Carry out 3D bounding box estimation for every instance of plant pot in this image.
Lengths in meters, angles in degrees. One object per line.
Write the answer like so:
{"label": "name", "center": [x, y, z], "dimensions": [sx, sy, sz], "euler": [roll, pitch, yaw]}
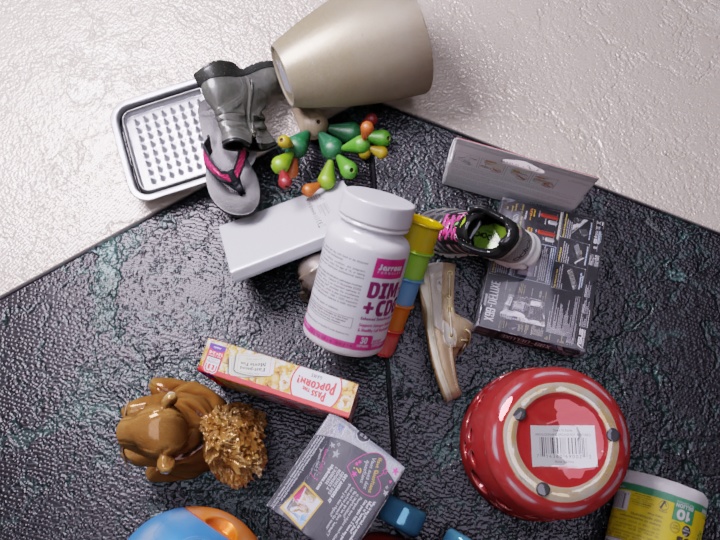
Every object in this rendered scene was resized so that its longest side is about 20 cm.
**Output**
{"label": "plant pot", "center": [0.236, 0.218, 0.963], "dimensions": [0.199, 0.183, 0.202], "euler": [0, 73, 0]}
{"label": "plant pot", "center": [-0.023, -0.315, 1.093], "dimensions": [0.199, 0.187, 0.188], "euler": [-23, 76, -9]}

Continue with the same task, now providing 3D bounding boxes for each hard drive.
{"label": "hard drive", "center": [-0.099, -0.060, 1.077], "dimensions": [0.199, 0.027, 0.132], "euler": [-21, 36, -5]}

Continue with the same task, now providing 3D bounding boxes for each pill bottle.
{"label": "pill bottle", "center": [0.000, 0.000, 0.975], "dimensions": [0.112, 0.113, 0.202], "euler": [16, 107, 4]}
{"label": "pill bottle", "center": [0.366, 0.370, 0.955], "dimensions": [0.112, 0.113, 0.201], "euler": [18, 75, 5]}

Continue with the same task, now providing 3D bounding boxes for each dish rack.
{"label": "dish rack", "center": [-0.267, -0.200, 1.144], "dimensions": [0.198, 0.044, 0.173], "euler": [-18, 77, -5]}

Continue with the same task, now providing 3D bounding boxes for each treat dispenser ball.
{"label": "treat dispenser ball", "center": [-0.207, 0.391, 0.905], "dimensions": [0.199, 0.201, 0.203], "euler": [0, 75, 0]}

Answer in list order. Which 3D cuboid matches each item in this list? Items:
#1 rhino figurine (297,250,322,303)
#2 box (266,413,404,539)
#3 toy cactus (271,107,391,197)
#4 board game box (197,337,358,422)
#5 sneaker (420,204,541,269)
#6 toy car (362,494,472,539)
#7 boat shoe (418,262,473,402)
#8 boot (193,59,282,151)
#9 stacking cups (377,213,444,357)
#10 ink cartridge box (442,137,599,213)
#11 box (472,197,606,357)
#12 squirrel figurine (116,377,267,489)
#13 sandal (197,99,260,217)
{"label": "rhino figurine", "center": [-0.003, -0.020, 1.072], "dimensions": [0.199, 0.088, 0.060], "euler": [-26, 77, -6]}
{"label": "box", "center": [-0.025, 0.268, 0.938], "dimensions": [0.114, 0.200, 0.133], "euler": [34, 78, 7]}
{"label": "toy cactus", "center": [-0.056, -0.200, 1.115], "dimensions": [0.199, 0.103, 0.165], "euler": [-26, 58, -15]}
{"label": "board game box", "center": [-0.102, 0.151, 0.995], "dimensions": [0.198, 0.152, 0.047], "euler": [16, 75, 5]}
{"label": "sneaker", "center": [0.151, -0.057, 1.051], "dimensions": [0.199, 0.087, 0.074], "euler": [17, 80, 37]}
{"label": "toy car", "center": [0.060, 0.393, 0.905], "dimensions": [0.176, 0.200, 0.185], "euler": [27, 77, 7]}
{"label": "boat shoe", "center": [0.125, 0.081, 1.052], "dimensions": [0.069, 0.074, 0.202], "euler": [-10, 75, 4]}
{"label": "boot", "center": [-0.155, -0.236, 1.108], "dimensions": [0.067, 0.200, 0.132], "euler": [-23, 90, 36]}
{"label": "stacking cups", "center": [0.057, 0.025, 1.032], "dimensions": [0.060, 0.061, 0.201], "euler": [19, 104, 5]}
{"label": "ink cartridge box", "center": [0.222, -0.143, 1.059], "dimensions": [0.198, 0.174, 0.044], "euler": [17, 76, 4]}
{"label": "box", "center": [0.259, 0.009, 1.083], "dimensions": [0.156, 0.050, 0.202], "euler": [12, 75, 4]}
{"label": "squirrel figurine", "center": [-0.214, 0.205, 0.962], "dimensions": [0.198, 0.187, 0.143], "euler": [6, 75, 2]}
{"label": "sandal", "center": [-0.198, -0.170, 1.090], "dimensions": [0.075, 0.045, 0.201], "euler": [-16, 76, -5]}
